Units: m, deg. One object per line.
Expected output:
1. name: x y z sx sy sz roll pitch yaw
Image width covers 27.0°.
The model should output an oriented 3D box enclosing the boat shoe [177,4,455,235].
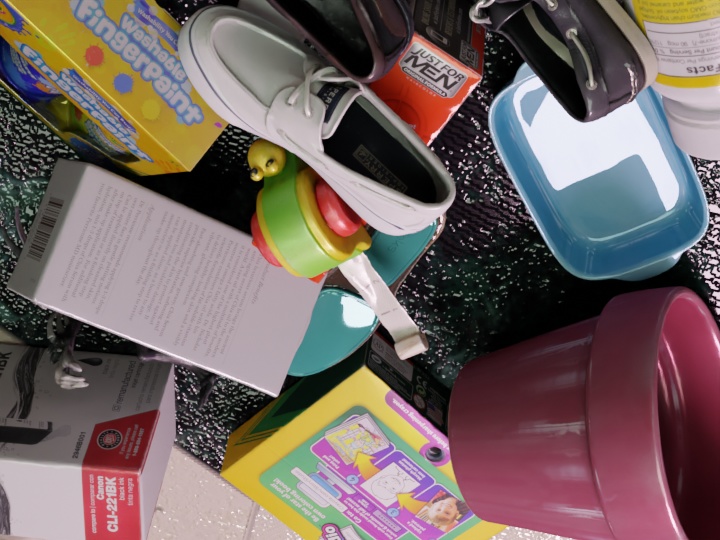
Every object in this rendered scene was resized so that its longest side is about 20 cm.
1. boat shoe: -0.022 -0.101 0.930 0.199 0.074 0.065 34 160 -11

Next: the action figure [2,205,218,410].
1. action figure: -0.188 0.030 1.145 0.199 0.102 0.119 27 134 -14

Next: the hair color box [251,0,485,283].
1. hair color box: 0.006 -0.097 1.037 0.061 0.102 0.200 30 122 -13

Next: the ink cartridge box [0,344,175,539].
1. ink cartridge box: -0.257 0.135 1.196 0.198 0.145 0.084 4 123 2

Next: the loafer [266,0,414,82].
1. loafer: -0.043 -0.195 0.895 0.072 0.063 0.200 -35 107 29

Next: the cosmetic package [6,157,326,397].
1. cosmetic package: -0.134 0.006 1.061 0.199 0.071 0.102 25 85 -29

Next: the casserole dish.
1. casserole dish: 0.170 -0.080 1.070 0.121 0.039 0.201 -21 120 19

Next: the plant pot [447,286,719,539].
1. plant pot: 0.171 0.121 1.128 0.178 0.200 0.201 -7 125 30

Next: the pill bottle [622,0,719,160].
1. pill bottle: 0.222 -0.179 0.951 0.114 0.115 0.201 -13 123 14

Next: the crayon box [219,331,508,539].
1. crayon box: 0.015 0.166 1.242 0.200 0.058 0.172 41 120 -20

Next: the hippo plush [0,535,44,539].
1. hippo plush: -0.353 0.314 1.318 0.158 0.161 0.201 4 125 3

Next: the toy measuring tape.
1. toy measuring tape: -0.016 -0.003 0.999 0.073 0.074 0.200 -25 116 21

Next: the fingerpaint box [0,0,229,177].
1. fingerpaint box: -0.192 -0.150 0.982 0.200 0.074 0.167 44 162 -23

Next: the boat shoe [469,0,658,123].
1. boat shoe: 0.101 -0.177 0.951 0.200 0.063 0.073 47 161 4

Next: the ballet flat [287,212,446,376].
1. ballet flat: 0.000 0.000 1.124 0.068 0.067 0.200 30 123 -20

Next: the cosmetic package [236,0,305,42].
1. cosmetic package: -0.040 -0.214 0.973 0.050 0.083 0.201 19 125 -6
